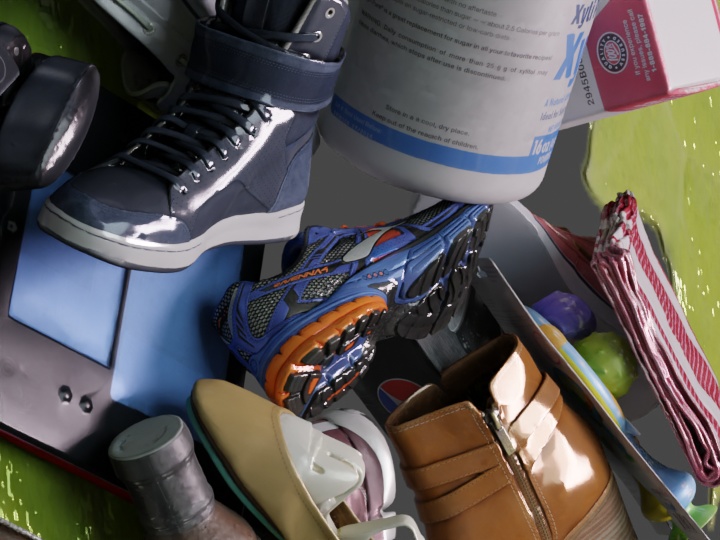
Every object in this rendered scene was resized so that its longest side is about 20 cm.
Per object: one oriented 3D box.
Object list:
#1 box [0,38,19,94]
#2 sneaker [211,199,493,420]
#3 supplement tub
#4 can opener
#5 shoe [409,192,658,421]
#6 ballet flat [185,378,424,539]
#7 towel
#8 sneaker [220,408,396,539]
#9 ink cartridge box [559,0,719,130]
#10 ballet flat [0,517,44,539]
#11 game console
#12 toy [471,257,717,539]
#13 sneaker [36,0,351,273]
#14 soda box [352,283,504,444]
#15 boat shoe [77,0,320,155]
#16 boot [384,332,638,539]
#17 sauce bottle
[{"bbox_3d":[-0.260,-0.128,1.285,0.200,0.106,0.122,61,39,-21],"label":"box"},{"bbox_3d":[0.000,0.000,1.548,0.078,0.075,0.200,36,40,20],"label":"sneaker"},{"bbox_3d":[0.061,-0.148,1.566,0.132,0.132,0.201,-15,128,-53],"label":"supplement tub"},{"bbox_3d":[-0.198,-0.036,1.379,0.200,0.078,0.063,-59,133,-32],"label":"can opener"},{"bbox_3d":[0.105,0.001,1.762,0.200,0.071,0.091,42,21,-18],"label":"shoe"},{"bbox_3d":[-0.010,0.124,1.476,0.200,0.063,0.069,56,14,-14],"label":"ballet flat"},{"bbox_3d":[0.177,0.034,1.711,0.144,0.023,0.200,64,12,-8],"label":"towel"},{"bbox_3d":[-0.032,0.175,1.534,0.115,0.076,0.201,-4,79,-41],"label":"sneaker"},{"bbox_3d":[0.093,-0.149,1.674,0.085,0.200,0.146,-17,92,-53],"label":"ink cartridge box"},{"bbox_3d":[-0.141,0.161,1.383,0.200,0.072,0.072,32,55,-44],"label":"ballet flat"},{"bbox_3d":[-0.121,0.012,1.487,0.177,0.031,0.201,34,53,-43],"label":"game console"},{"bbox_3d":[0.135,0.063,1.663,0.047,0.115,0.200,-35,94,-8],"label":"toy"},{"bbox_3d":[-0.077,-0.081,1.439,0.202,0.077,0.147,-19,130,-61],"label":"sneaker"},{"bbox_3d":[0.056,0.074,1.672,0.200,0.063,0.071,55,42,-27],"label":"soda box"},{"bbox_3d":[-0.098,-0.113,1.539,0.067,0.073,0.200,-48,124,-15],"label":"boat shoe"},{"bbox_3d":[0.054,0.145,1.593,0.200,0.077,0.156,-39,119,-16],"label":"boot"},{"bbox_3d":[-0.069,0.165,1.461,0.065,0.065,0.201,-50,127,-47],"label":"sauce bottle"}]
